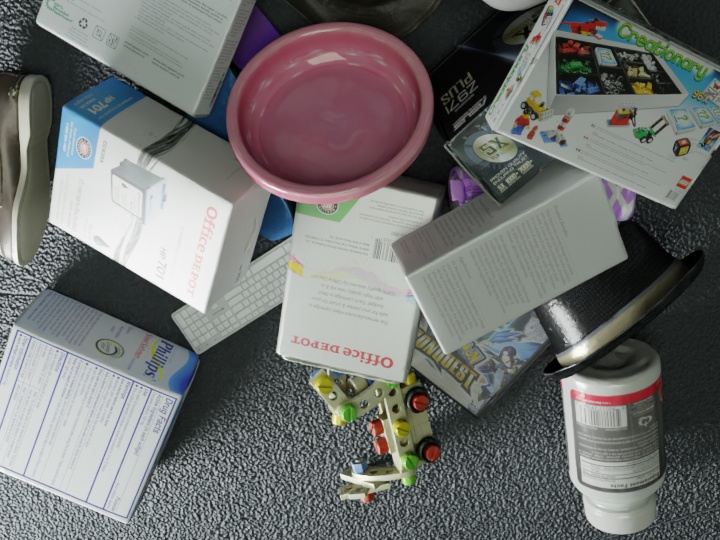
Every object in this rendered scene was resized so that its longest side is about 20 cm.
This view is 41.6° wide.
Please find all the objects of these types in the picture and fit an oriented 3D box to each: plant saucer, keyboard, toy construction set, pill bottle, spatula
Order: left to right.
[{"bbox_3d":[-0.121,0.023,1.067,0.198,0.011,0.057,-32,107,13],"label":"keyboard"},{"bbox_3d":[-0.071,-0.188,0.977,0.056,0.021,0.200,-42,107,5],"label":"spatula"},{"bbox_3d":[-0.028,-0.144,0.902,0.196,0.204,0.051,-4,151,4],"label":"plant saucer"},{"bbox_3d":[0.017,0.182,1.079,0.129,0.092,0.203,-18,120,-17],"label":"toy construction set"},{"bbox_3d":[0.284,0.186,1.059,0.108,0.111,0.204,-8,111,5],"label":"pill bottle"}]

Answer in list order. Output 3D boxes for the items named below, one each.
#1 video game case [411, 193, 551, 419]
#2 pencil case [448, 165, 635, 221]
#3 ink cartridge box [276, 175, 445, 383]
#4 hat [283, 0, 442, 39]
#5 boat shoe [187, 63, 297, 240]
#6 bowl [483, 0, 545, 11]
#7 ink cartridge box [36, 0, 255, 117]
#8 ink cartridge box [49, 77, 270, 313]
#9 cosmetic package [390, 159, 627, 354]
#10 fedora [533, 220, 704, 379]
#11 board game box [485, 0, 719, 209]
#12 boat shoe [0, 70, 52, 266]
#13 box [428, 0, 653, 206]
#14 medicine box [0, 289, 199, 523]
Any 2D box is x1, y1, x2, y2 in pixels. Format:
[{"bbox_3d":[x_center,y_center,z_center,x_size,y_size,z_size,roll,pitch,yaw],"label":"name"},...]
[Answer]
[{"bbox_3d":[0.116,0.044,1.057,0.199,0.026,0.181,38,108,-11],"label":"video game case"},{"bbox_3d":[0.185,-0.078,0.962,0.196,0.086,0.086,-10,83,-2],"label":"pencil case"},{"bbox_3d":[0.000,0.000,0.992,0.142,0.088,0.204,12,105,7],"label":"ink cartridge box"},{"bbox_3d":[-0.003,-0.308,0.896,0.196,0.081,0.205,0,111,1],"label":"hat"},{"bbox_3d":[-0.123,-0.129,0.980,0.083,0.069,0.203,-14,107,18],"label":"boat shoe"},{"bbox_3d":[0.167,-0.317,0.839,0.197,0.202,0.075,-24,136,10],"label":"bowl"},{"bbox_3d":[-0.192,-0.283,0.905,0.194,0.043,0.202,31,106,10],"label":"ink cartridge box"},{"bbox_3d":[-0.202,-0.075,0.950,0.198,0.086,0.148,30,128,11],"label":"ink cartridge box"},{"bbox_3d":[0.140,-0.019,0.898,0.197,0.072,0.102,-27,119,4],"label":"cosmetic package"},{"bbox_3d":[0.246,0.019,0.964,0.200,0.200,0.092,-41,85,16],"label":"fedora"},{"bbox_3d":[0.220,-0.143,0.802,0.197,0.035,0.127,20,117,-19],"label":"board game box"},{"bbox_3d":[-0.366,-0.107,0.997,0.058,0.072,0.204,10,108,5],"label":"boat shoe"},{"bbox_3d":[0.163,-0.185,0.886,0.199,0.165,0.086,-40,117,17],"label":"box"},{"bbox_3d":[-0.310,0.153,1.076,0.197,0.103,0.184,24,110,-7],"label":"medicine box"}]
